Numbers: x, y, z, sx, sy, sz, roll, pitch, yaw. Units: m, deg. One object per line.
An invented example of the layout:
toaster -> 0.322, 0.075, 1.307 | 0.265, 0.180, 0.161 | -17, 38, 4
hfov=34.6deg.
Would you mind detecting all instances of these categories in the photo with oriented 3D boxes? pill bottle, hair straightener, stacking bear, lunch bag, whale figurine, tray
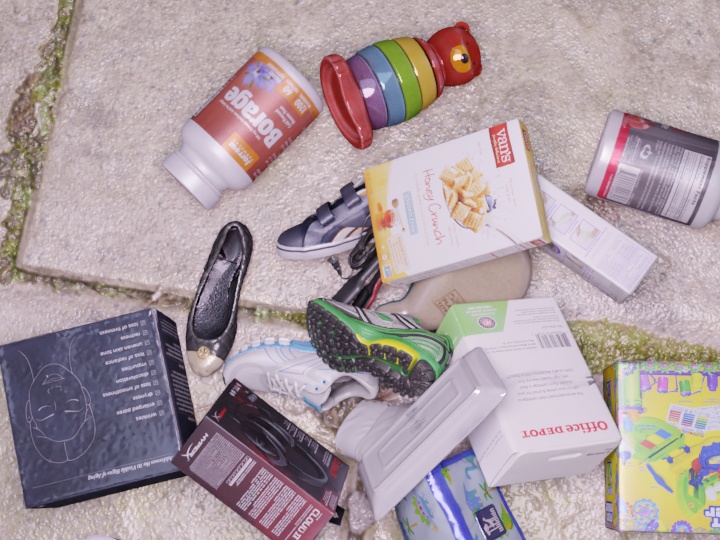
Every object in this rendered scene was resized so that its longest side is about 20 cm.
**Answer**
pill bottle -> 0.382, -0.115, 1.401 | 0.200, 0.111, 0.111 | 18, 82, 7
hair straightener -> 0.000, 0.000, 1.404 | 0.077, 0.041, 0.200 | 29, 107, -26
pill bottle -> -0.151, -0.175, 1.454 | 0.112, 0.112, 0.200 | 43, 86, 10
stacking bear -> 0.060, -0.246, 1.454 | 0.200, 0.114, 0.122 | -24, 103, -12
lunch bag -> 0.113, 0.298, 1.301 | 0.127, 0.200, 0.170 | -27, 78, 0
whale figurine -> 0.110, 0.013, 1.409 | 0.200, 0.104, 0.159 | -38, 114, 11
tray -> 0.069, 0.170, 1.247 | 0.022, 0.107, 0.200 | 39, 101, -24

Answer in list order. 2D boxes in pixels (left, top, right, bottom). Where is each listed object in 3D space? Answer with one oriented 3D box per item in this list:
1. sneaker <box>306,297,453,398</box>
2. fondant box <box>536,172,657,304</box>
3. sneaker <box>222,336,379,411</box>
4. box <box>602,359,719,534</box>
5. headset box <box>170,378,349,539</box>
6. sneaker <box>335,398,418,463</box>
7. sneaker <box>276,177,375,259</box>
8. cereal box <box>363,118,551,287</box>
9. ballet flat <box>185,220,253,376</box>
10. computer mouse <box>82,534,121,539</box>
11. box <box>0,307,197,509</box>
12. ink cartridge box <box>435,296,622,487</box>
sneaker -> 0.018, 0.082, 1.350 | 0.200, 0.078, 0.085 | 24, 38, 30
fondant box -> 0.250, -0.044, 1.380 | 0.200, 0.144, 0.058 | 35, 89, 10
sneaker -> -0.070, 0.131, 1.396 | 0.200, 0.075, 0.087 | -6, 47, 5
box -> 0.389, 0.206, 1.335 | 0.200, 0.122, 0.193 | 1, 80, 4
headset box -> -0.103, 0.231, 1.336 | 0.200, 0.149, 0.077 | 37, 103, -1
sneaker -> 0.060, 0.168, 1.393 | 0.200, 0.116, 0.074 | -32, 121, -32
sneaker -> -0.012, -0.071, 1.433 | 0.200, 0.078, 0.080 | -13, 113, -6
cereal box -> 0.108, -0.075, 1.321 | 0.200, 0.040, 0.144 | -18, 72, 24
ballet flat -> -0.182, 0.033, 1.446 | 0.066, 0.057, 0.200 | 10, 81, 7
computer mouse -> -0.250, 0.376, 1.395 | 0.200, 0.044, 0.110 | 26, 95, 6
box -> -0.311, 0.169, 1.398 | 0.200, 0.124, 0.197 | -14, 77, 1
ink cartridge box -> 0.186, 0.136, 1.324 | 0.145, 0.084, 0.200 | -3, 53, -24
